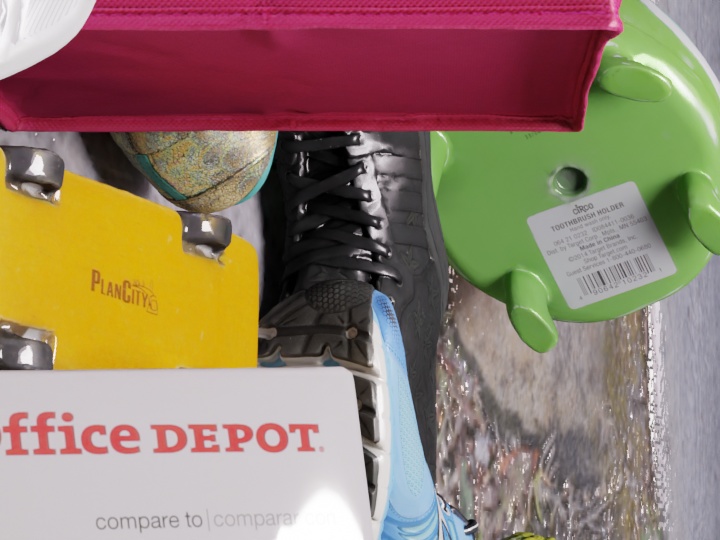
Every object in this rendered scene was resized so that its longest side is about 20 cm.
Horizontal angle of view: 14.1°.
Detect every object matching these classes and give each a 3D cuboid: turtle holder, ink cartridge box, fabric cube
[{"bbox_3d":[0.076,-0.070,1.254,0.185,0.141,0.132,33,29,-14],"label":"turtle holder"},{"bbox_3d":[-0.070,0.131,0.827,0.146,0.084,0.200,0,74,-29],"label":"ink cartridge box"},{"bbox_3d":[-0.022,-0.152,0.874,0.196,0.200,0.199,87,3,-84],"label":"fabric cube"}]

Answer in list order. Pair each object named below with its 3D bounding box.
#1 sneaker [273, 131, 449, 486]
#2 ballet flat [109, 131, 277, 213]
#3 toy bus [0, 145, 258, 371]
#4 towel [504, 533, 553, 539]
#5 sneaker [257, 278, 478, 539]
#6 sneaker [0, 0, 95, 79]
[{"bbox_3d":[-0.003,0.000,1.130,0.104,0.060,0.200,-70,151,-48],"label":"sneaker"},{"bbox_3d":[-0.052,-0.119,1.038,0.071,0.071,0.200,45,48,-56],"label":"ballet flat"},{"bbox_3d":[-0.095,0.009,0.905,0.200,0.078,0.065,20,70,-64],"label":"toy bus"},{"bbox_3d":[0.030,0.155,1.034,0.200,0.018,0.086,-18,103,-65],"label":"towel"},{"bbox_3d":[-0.001,0.094,1.097,0.090,0.078,0.200,-30,125,-50],"label":"sneaker"},{"bbox_3d":[-0.169,-0.073,0.697,0.200,0.112,0.073,-11,100,-44],"label":"sneaker"}]
